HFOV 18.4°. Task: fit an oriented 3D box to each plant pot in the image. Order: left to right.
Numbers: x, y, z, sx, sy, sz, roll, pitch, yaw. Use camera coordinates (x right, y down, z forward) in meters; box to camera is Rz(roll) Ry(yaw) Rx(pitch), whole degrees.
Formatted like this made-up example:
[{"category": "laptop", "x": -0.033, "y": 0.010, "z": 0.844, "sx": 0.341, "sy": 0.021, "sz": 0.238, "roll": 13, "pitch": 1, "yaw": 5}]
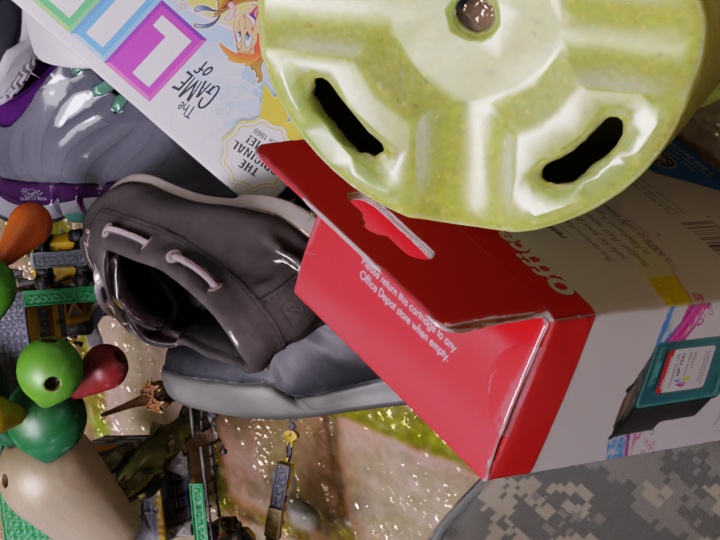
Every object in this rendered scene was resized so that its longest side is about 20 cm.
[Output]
[{"category": "plant pot", "x": 0.055, "y": -0.106, "z": 0.698, "sx": 0.199, "sy": 0.184, "sz": 0.201, "roll": 7, "pitch": 117, "yaw": 14}]

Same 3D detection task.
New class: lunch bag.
[{"category": "lunch bag", "x": 0.119, "y": 0.155, "z": 0.874, "sx": 0.200, "sy": 0.139, "sz": 0.168, "roll": 40, "pitch": 158, "yaw": 18}]

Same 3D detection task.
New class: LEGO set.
[{"category": "LEGO set", "x": -0.095, "y": 0.071, "z": 1.063, "sx": 0.153, "sy": 0.116, "sz": 0.201, "roll": -13, "pitch": 92, "yaw": 26}]

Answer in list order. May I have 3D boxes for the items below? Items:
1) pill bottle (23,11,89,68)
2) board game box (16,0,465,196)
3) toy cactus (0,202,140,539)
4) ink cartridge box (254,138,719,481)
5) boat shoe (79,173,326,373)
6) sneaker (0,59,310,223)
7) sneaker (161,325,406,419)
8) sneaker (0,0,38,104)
[{"category": "pill bottle", "x": -0.108, "y": -0.190, "z": 0.895, "sx": 0.115, "sy": 0.116, "sz": 0.201, "roll": 9, "pitch": 121, "yaw": 39}, {"category": "board game box", "x": -0.065, "y": -0.136, "z": 0.832, "sx": 0.200, "sy": 0.034, "sz": 0.134, "roll": 40, "pitch": 104, "yaw": -19}, {"category": "toy cactus", "x": -0.156, "y": 0.057, "z": 0.970, "sx": 0.199, "sy": 0.102, "sz": 0.165, "roll": -12, "pitch": 126, "yaw": 45}, {"category": "ink cartridge box", "x": 0.061, "y": 0.007, "z": 0.769, "sx": 0.116, "sy": 0.199, "sz": 0.067, "roll": 43, "pitch": 125, "yaw": 39}, {"category": "boat shoe", "x": -0.073, "y": 0.004, "z": 0.877, "sx": 0.067, "sy": 0.057, "sz": 0.200, "roll": 52, "pitch": 157, "yaw": -21}, {"category": "sneaker", "x": -0.096, "y": -0.066, "z": 0.969, "sx": 0.199, "sy": 0.074, "sz": 0.088, "roll": 0, "pitch": 119, "yaw": 31}, {"category": "sneaker", "x": 0.000, "y": 0.000, "z": 0.923, "sx": 0.199, "sy": 0.076, "sz": 0.115, "roll": -9, "pitch": 101, "yaw": 29}, {"category": "sneaker", "x": -0.200, "y": -0.169, "z": 0.950, "sx": 0.075, "sy": 0.114, "sz": 0.201, "roll": -17, "pitch": 77, "yaw": 36}]
